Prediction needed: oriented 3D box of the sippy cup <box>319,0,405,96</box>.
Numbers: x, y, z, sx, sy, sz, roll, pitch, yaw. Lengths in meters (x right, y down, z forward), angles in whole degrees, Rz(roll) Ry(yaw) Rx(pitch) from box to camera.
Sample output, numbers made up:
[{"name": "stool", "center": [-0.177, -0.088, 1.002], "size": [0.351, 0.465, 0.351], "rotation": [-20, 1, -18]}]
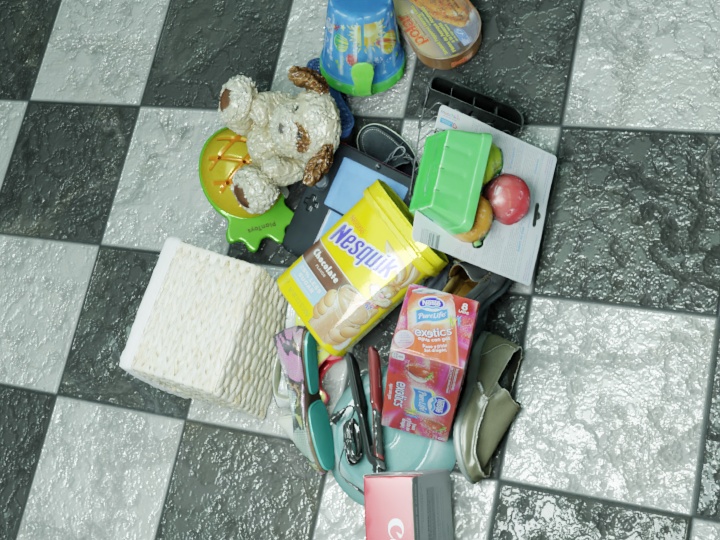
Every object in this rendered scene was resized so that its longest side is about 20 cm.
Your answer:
[{"name": "sippy cup", "center": [0.002, -0.357, 1.597], "size": [0.138, 0.131, 0.178], "rotation": [-31, 57, -20]}]

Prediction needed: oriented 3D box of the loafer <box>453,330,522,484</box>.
[{"name": "loafer", "center": [0.170, 0.178, 1.391], "size": [0.068, 0.075, 0.204], "rotation": [2, 72, 27]}]

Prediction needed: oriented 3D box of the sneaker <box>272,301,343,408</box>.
[{"name": "sneaker", "center": [-0.063, 0.101, 1.524], "size": [0.089, 0.078, 0.204], "rotation": [6, 79, 15]}]

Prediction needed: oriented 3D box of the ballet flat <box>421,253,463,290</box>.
[{"name": "ballet flat", "center": [0.113, -0.001, 1.489], "size": [0.072, 0.073, 0.203], "rotation": [11, 73, 25]}]

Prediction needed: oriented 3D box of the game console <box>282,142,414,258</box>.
[{"name": "game console", "center": [-0.005, -0.072, 1.521], "size": [0.198, 0.031, 0.179], "rotation": [29, 92, 28]}]

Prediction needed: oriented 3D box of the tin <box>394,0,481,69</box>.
[{"name": "tin", "center": [0.109, -0.391, 1.633], "size": [0.111, 0.042, 0.202], "rotation": [-28, 63, -5]}]

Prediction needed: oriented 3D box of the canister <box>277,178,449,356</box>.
[{"name": "canister", "center": [0.000, 0.000, 1.441], "size": [0.200, 0.086, 0.149], "rotation": [-42, 73, 12]}]

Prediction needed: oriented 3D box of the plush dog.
[{"name": "plush dog", "center": [-0.094, -0.192, 1.525], "size": [0.170, 0.159, 0.204], "rotation": [-14, 83, 44]}]

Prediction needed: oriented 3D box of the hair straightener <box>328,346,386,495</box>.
[{"name": "hair straightener", "center": [-0.003, 0.208, 1.439], "size": [0.076, 0.041, 0.204], "rotation": [-12, 72, 18]}]

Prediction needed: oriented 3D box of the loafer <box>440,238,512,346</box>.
[{"name": "loafer", "center": [0.152, 0.014, 1.435], "size": [0.072, 0.073, 0.202], "rotation": [-3, 48, 43]}]

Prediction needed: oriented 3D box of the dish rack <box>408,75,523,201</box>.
[{"name": "dish rack", "center": [0.143, -0.156, 1.481], "size": [0.151, 0.055, 0.203], "rotation": [19, 61, -14]}]

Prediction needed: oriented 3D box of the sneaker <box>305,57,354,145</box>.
[{"name": "sneaker", "center": [-0.053, -0.246, 1.642], "size": [0.069, 0.079, 0.202], "rotation": [2, 44, -13]}]

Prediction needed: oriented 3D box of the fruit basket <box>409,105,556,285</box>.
[{"name": "fruit basket", "center": [0.163, -0.098, 1.412], "size": [0.093, 0.198, 0.189], "rotation": [-3, 70, 57]}]

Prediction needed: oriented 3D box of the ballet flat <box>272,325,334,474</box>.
[{"name": "ballet flat", "center": [-0.083, 0.177, 1.454], "size": [0.070, 0.069, 0.204], "rotation": [-9, 92, 21]}]

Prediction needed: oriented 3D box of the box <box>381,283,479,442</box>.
[{"name": "box", "center": [0.086, 0.121, 1.345], "size": [0.094, 0.201, 0.101], "rotation": [14, 55, 7]}]

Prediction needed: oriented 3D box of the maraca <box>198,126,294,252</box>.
[{"name": "maraca", "center": [-0.172, -0.128, 1.629], "size": [0.135, 0.107, 0.203], "rotation": [-18, 78, -9]}]

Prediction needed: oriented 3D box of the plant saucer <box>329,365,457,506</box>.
[{"name": "plant saucer", "center": [0.038, 0.224, 1.453], "size": [0.196, 0.036, 0.204], "rotation": [-8, 69, 20]}]

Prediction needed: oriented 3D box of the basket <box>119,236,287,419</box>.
[{"name": "basket", "center": [-0.205, 0.085, 1.515], "size": [0.158, 0.198, 0.203], "rotation": [13, 76, 21]}]

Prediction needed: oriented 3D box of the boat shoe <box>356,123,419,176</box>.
[{"name": "boat shoe", "center": [0.052, -0.145, 1.564], "size": [0.074, 0.062, 0.202], "rotation": [-35, 62, 9]}]

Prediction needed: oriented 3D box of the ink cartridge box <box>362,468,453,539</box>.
[{"name": "ink cartridge box", "center": [0.056, 0.349, 1.302], "size": [0.082, 0.175, 0.204], "rotation": [-5, 80, 19]}]
